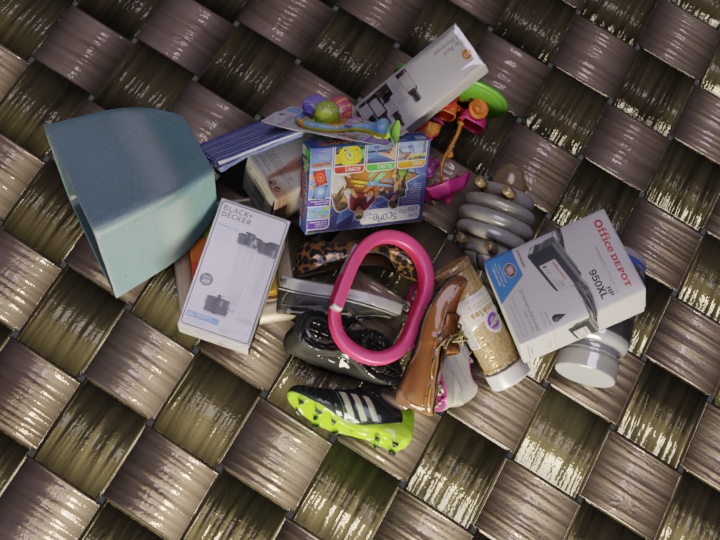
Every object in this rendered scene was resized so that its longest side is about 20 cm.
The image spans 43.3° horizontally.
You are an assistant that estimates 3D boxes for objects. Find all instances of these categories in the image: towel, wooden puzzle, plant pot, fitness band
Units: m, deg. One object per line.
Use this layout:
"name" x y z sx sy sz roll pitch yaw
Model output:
"towel" -0.175 -0.194 1.395 0.142 0.200 0.024 -24 111 -14
"wooden puzzle" -0.198 -0.014 1.407 0.180 0.037 0.205 -7 74 -9
"plant pot" -0.321 -0.121 1.337 0.197 0.197 0.198 -26 68 -18
"fitness band" 0.032 0.038 1.332 0.141 0.037 0.203 27 72 -11

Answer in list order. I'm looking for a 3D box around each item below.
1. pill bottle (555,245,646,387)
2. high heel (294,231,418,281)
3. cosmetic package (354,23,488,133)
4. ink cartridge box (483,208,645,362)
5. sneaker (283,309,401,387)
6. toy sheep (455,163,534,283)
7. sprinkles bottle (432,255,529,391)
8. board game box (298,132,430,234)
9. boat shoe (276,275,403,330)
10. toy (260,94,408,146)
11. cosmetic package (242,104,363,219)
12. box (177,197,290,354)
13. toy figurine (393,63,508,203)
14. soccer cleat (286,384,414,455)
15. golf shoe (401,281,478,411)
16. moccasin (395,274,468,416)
"pill bottle" 0.370 0.069 1.407 0.111 0.114 0.204 18 72 0
"high heel" 0.000 0.000 1.405 0.198 0.072 0.143 34 68 19
"cosmetic package" 0.093 -0.278 1.391 0.199 0.051 0.083 -38 82 11
"ink cartridge box" 0.300 0.022 1.336 0.196 0.084 0.147 -24 63 5
"sneaker" -0.027 0.124 1.367 0.197 0.090 0.077 28 55 -20
"toy sheep" 0.209 -0.069 1.423 0.135 0.138 0.204 23 90 1
"sprinkles bottle" 0.182 0.081 1.379 0.067 0.068 0.203 -31 95 -15
"board game box" 0.006 -0.132 1.367 0.196 0.138 0.035 -7 29 -23
"boat shoe" -0.033 0.056 1.388 0.195 0.071 0.065 11 90 -11
"toy" -0.034 -0.230 1.337 0.196 0.115 0.048 17 114 14
"cosmetic package" -0.078 -0.163 1.419 0.198 0.104 0.088 -31 77 -21
"box" -0.187 0.008 1.349 0.114 0.060 0.204 19 72 -2
"toy figurine" 0.120 -0.207 1.454 0.196 0.150 0.188 19 80 -10
"soccer cleat" -0.013 0.206 1.353 0.196 0.068 0.082 21 54 -1
"golf shoe" 0.122 0.115 1.396 0.090 0.075 0.205 -1 69 -31
"moccasin" 0.116 0.106 1.305 0.076 0.074 0.205 18 80 17
